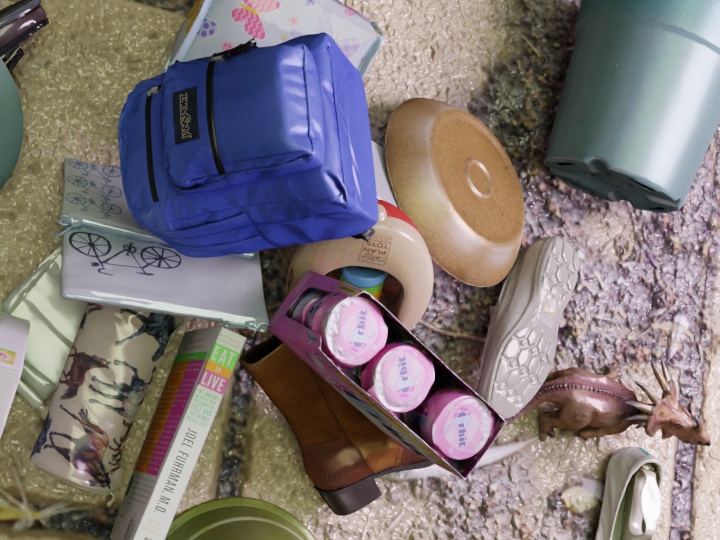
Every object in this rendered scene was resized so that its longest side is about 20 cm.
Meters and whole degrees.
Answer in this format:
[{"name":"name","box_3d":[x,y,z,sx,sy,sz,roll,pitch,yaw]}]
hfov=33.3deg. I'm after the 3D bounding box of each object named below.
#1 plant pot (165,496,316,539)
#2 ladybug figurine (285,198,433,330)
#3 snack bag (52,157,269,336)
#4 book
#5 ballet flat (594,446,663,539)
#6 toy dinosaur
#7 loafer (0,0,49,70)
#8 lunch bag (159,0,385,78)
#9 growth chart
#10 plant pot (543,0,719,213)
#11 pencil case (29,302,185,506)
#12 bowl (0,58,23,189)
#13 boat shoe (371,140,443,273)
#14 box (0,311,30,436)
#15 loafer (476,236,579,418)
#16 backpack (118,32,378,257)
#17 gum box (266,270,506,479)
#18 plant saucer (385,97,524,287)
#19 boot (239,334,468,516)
[{"name":"plant pot","box_3d":[-0.089,0.303,1.041,0.198,0.190,0.202,3,82,-19]},{"name":"ladybug figurine","box_3d":[0.000,0.000,1.118,0.134,0.201,0.072,11,52,-8]},{"name":"snack bag","box_3d":[-0.177,-0.027,1.073,0.187,0.022,0.201,10,36,-17]},{"name":"book","box_3d":[-0.163,0.151,1.063,0.048,0.134,0.202,25,77,-12]},{"name":"ballet flat","box_3d":[0.275,0.280,1.231,0.069,0.069,0.202,12,80,-17]},{"name":"toy dinosaur","box_3d":[0.238,0.128,1.200,0.198,0.135,0.087,4,82,-17]},{"name":"loafer","box_3d":[-0.360,-0.171,1.079,0.199,0.072,0.063,-36,113,-12]},{"name":"lunch bag","box_3d":[-0.098,-0.180,1.129,0.169,0.127,0.201,26,102,-13]},{"name":"growth chart","box_3d":[-0.252,0.041,1.108,0.200,0.018,0.145,-41,98,-18]},{"name":"plant pot","box_3d":[0.288,-0.176,1.232,0.199,0.200,0.198,22,84,-15]},{"name":"pencil case","box_3d":[-0.219,0.099,1.065,0.089,0.078,0.202,20,79,-5]},{"name":"bowl","box_3d":[-0.382,-0.109,0.990,0.199,0.105,0.203,-5,115,-11]},{"name":"boat shoe","box_3d":[0.028,-0.058,1.163,0.199,0.065,0.072,31,41,-38]},{"name":"box","box_3d":[-0.333,0.095,0.968,0.101,0.200,0.113,18,93,-15]},{"name":"loafer","box_3d":[0.160,0.057,1.210,0.070,0.070,0.201,39,64,-25]},{"name":"backpack","box_3d":[-0.104,-0.107,0.999,0.198,0.168,0.164,-10,69,17]},{"name":"gum box","box_3d":[0.018,0.085,1.038,0.200,0.113,0.066,43,77,-25]},{"name":"plant saucer","box_3d":[0.104,-0.084,1.179,0.199,0.035,0.202,27,51,-38]},{"name":"boot","box_3d":[0.004,0.103,1.132,0.187,0.068,0.201,-30,116,-8]}]
